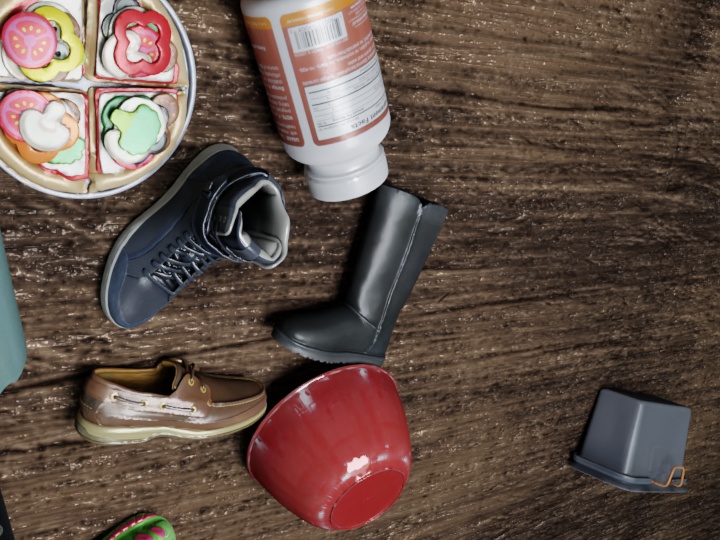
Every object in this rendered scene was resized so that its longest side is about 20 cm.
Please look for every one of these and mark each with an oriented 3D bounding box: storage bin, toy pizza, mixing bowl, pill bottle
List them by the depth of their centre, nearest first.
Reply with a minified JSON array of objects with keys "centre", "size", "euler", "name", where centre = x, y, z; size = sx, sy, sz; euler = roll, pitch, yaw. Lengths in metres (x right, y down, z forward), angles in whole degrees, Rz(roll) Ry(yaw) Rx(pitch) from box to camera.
[{"centre":[-0.229,-0.157,0.685],"size":[0.198,0.032,0.203],"euler":[-15,117,-31],"name":"toy pizza"},{"centre":[-0.034,-0.174,0.767],"size":[0.111,0.112,0.202],"euler":[-29,124,-22],"name":"pill bottle"},{"centre":[-0.016,0.217,0.913],"size":[0.198,0.109,0.202],"euler":[-22,138,-21],"name":"mixing bowl"},{"centre":[0.450,0.271,1.298],"size":[0.198,0.145,0.136],"euler":[12,92,-38],"name":"storage bin"}]

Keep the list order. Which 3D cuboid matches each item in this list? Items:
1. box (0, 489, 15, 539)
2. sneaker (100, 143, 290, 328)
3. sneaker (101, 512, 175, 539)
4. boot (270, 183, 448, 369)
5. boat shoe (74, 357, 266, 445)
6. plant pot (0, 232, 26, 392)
[{"centre":[-0.331,0.269,0.682],"size":[0.049,0.199,0.163],"euler":[6,105,-35],"name":"box"},{"centre":[-0.148,-0.014,0.732],"size":[0.077,0.146,0.203],"euler":[38,87,-41],"name":"sneaker"},{"centre":[-0.276,0.333,0.831],"size":[0.198,0.077,0.085],"euler":[-25,118,-24],"name":"sneaker"},{"centre":[0.001,0.000,0.894],"size":[0.164,0.065,0.202],"euler":[14,104,-47],"name":"boot"},{"centre":[-0.181,0.126,0.813],"size":[0.198,0.072,0.068],"euler":[1,111,-33],"name":"boat shoe"},{"centre":[-0.340,0.004,0.581],"size":[0.198,0.200,0.198],"euler":[-22,128,-26],"name":"plant pot"}]
